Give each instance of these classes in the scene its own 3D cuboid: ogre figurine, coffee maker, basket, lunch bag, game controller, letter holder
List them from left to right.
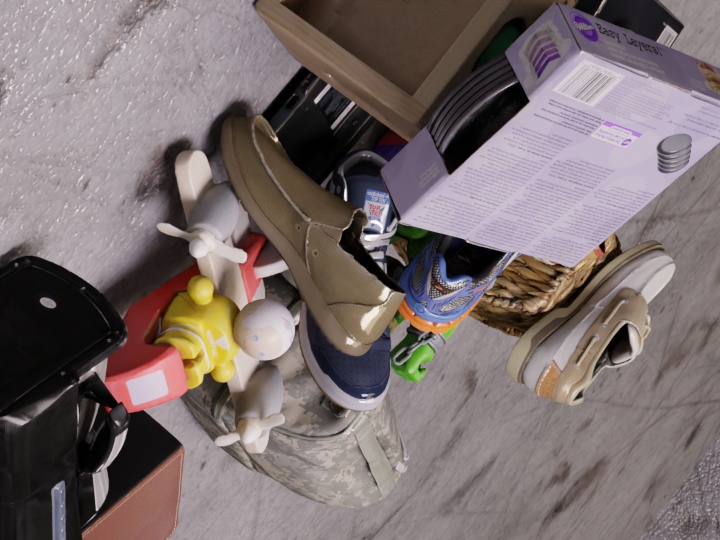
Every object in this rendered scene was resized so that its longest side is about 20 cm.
[{"bbox_3d":[-0.258,0.114,1.422,0.191,0.135,0.201,-15,141,-22],"label":"coffee maker"},{"bbox_3d":[-0.239,0.200,1.591,0.200,0.100,0.142,-40,157,-29],"label":"letter holder"},{"bbox_3d":[-0.047,0.109,1.746,0.139,0.167,0.200,-48,158,-13],"label":"lunch bag"},{"bbox_3d":[-0.021,-0.132,1.629,0.200,0.042,0.104,-50,143,-9],"label":"game controller"},{"bbox_3d":[0.039,-0.002,1.710,0.120,0.098,0.200,-38,-161,1],"label":"ogre figurine"},{"bbox_3d":[0.118,-0.024,1.835,0.143,0.200,0.149,-51,158,-8],"label":"basket"}]

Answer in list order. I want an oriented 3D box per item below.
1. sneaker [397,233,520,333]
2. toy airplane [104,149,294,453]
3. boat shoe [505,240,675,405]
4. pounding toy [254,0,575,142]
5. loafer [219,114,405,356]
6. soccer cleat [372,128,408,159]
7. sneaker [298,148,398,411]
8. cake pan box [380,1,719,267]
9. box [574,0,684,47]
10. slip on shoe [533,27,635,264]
[{"bbox_3d":[0.106,-0.037,1.616,0.200,0.075,0.078,-55,-179,-24],"label":"sneaker"},{"bbox_3d":[-0.099,0.030,1.557,0.200,0.141,0.200,25,80,-52],"label":"toy airplane"},{"bbox_3d":[0.210,0.049,1.770,0.200,0.068,0.075,-38,152,-31],"label":"boat shoe"},{"bbox_3d":[0.053,-0.162,1.504,0.184,0.200,0.142,-52,158,-2],"label":"pounding toy"},{"bbox_3d":[-0.032,-0.035,1.530,0.067,0.201,0.076,-33,175,14],"label":"loafer"},{"bbox_3d":[0.098,-0.125,1.748,0.199,0.069,0.073,-26,-174,-1],"label":"soccer cleat"},{"bbox_3d":[0.000,0.000,1.586,0.070,0.201,0.109,9,141,-19],"label":"sneaker"},{"bbox_3d":[0.137,-0.086,1.425,0.199,0.052,0.184,12,133,-43],"label":"cake pan box"},{"bbox_3d":[0.168,-0.226,1.717,0.079,0.141,0.200,-56,158,8],"label":"box"},{"bbox_3d":[0.188,-0.095,1.623,0.074,0.061,0.201,48,57,-56],"label":"slip on shoe"}]
